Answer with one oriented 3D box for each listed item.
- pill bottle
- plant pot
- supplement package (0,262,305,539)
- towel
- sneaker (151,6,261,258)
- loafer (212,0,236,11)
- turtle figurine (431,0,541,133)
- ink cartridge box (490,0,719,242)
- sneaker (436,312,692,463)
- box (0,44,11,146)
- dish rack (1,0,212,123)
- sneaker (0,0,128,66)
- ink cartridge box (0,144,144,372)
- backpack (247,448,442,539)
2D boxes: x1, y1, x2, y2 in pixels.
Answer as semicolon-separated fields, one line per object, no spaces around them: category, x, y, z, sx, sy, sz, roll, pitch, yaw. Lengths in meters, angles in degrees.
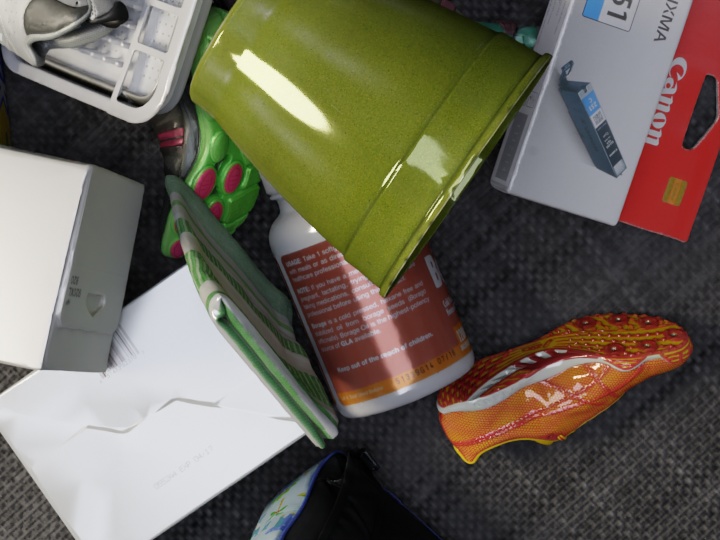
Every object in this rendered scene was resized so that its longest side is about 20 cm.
pill bottle;0.000;0.000;1.483;0.112;0.112;0.200;-22;95;5
plant pot;-0.004;-0.118;1.356;0.193;0.200;0.200;35;97;3
supplement package;-0.149;0.102;1.498;0.200;0.111;0.156;-35;89;5
towel;-0.078;0.025;1.408;0.023;0.200;0.153;-35;119;7
sneaker;-0.121;-0.105;1.504;0.077;0.084;0.200;-3;114;-35
loafer;-0.103;-0.242;1.494;0.072;0.063;0.200;-38;99;-37
turtle figurine;0.048;-0.167;1.472;0.200;0.101;0.150;21;108;-10
ink cartridge box;0.208;-0.131;1.463;0.176;0.045;0.200;15;97;-20
sneaker;0.158;0.088;1.518;0.200;0.073;0.077;-18;120;5
box;-0.305;-0.134;1.503;0.064;0.070;0.200;-5;96;2
dish rack;-0.175;-0.206;1.458;0.200;0.044;0.172;24;99;40
sneaker;-0.193;-0.231;1.415;0.115;0.075;0.200;40;105;19
ink cartridge box;-0.274;-0.018;1.388;0.200;0.147;0.145;12;89;10
backpack;-0.021;0.259;1.469;0.183;0.200;0.147;46;116;-4
